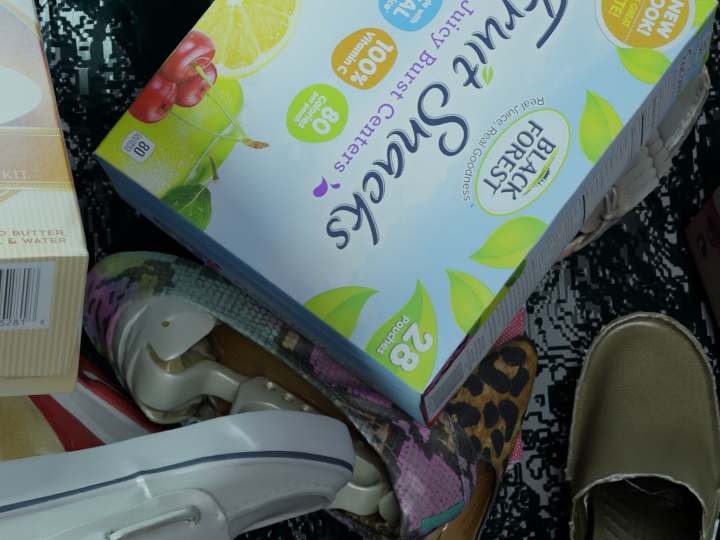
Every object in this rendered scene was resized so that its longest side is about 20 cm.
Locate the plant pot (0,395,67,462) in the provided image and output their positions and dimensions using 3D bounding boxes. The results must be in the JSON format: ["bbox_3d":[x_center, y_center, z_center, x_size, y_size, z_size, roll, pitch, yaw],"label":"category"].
[{"bbox_3d":[-0.189,0.103,0.877,0.199,0.027,0.201,18,54,-26],"label":"plant pot"}]

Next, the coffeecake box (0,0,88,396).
[{"bbox_3d":[-0.192,-0.045,0.901,0.152,0.073,0.201,-3,44,-16],"label":"coffeecake box"}]

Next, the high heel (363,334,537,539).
[{"bbox_3d":[0.054,0.135,1.014,0.201,0.142,0.071,-57,142,-3],"label":"high heel"}]

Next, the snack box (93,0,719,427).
[{"bbox_3d":[0.021,-0.068,0.979,0.168,0.068,0.200,37,81,13],"label":"snack box"}]

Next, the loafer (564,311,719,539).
[{"bbox_3d":[0.126,0.098,1.062,0.075,0.068,0.201,4,56,2],"label":"loafer"}]

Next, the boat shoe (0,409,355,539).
[{"bbox_3d":[-0.084,0.099,0.886,0.199,0.072,0.066,-6,67,-36],"label":"boat shoe"}]

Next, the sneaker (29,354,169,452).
[{"bbox_3d":[-0.171,0.067,0.987,0.200,0.078,0.116,38,88,-35],"label":"sneaker"}]

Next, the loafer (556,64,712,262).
[{"bbox_3d":[0.073,-0.027,1.028,0.199,0.063,0.072,-37,107,-3],"label":"loafer"}]

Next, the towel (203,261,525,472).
[{"bbox_3d":[0.000,0.000,1.065,0.145,0.030,0.202,-4,103,-13],"label":"towel"}]

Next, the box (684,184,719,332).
[{"bbox_3d":[0.246,0.039,1.083,0.127,0.109,0.202,-11,72,-17],"label":"box"}]

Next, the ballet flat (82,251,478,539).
[{"bbox_3d":[-0.046,0.052,0.997,0.199,0.071,0.070,29,119,19],"label":"ballet flat"}]
